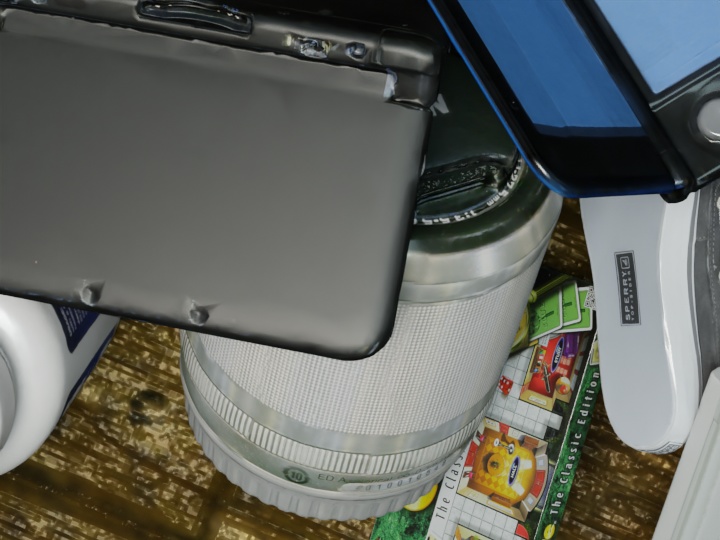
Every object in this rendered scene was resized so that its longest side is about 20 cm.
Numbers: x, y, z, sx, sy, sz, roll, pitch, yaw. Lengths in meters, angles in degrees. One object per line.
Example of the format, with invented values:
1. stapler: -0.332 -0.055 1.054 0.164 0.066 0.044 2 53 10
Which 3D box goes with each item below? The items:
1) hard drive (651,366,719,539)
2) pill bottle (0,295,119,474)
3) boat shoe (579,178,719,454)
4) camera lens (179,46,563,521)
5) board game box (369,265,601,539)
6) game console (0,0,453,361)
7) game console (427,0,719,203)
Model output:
1. hard drive: 0.203 0.127 1.021 0.131 0.026 0.201 -7 127 -27
2. pill bottle: -0.183 0.033 0.966 0.110 0.200 0.112 1 106 5
3. boat shoe: 0.154 -0.015 0.987 0.066 0.070 0.202 -6 91 -37
4. camera lens: 0.000 0.000 0.963 0.158 0.161 0.201 11 134 -4
5. board game box: 0.064 0.093 1.051 0.023 0.104 0.202 13 94 -45
6. game console: -0.065 -0.068 0.866 0.198 0.176 0.117 11 119 6
7. game console: 0.107 -0.139 0.872 0.170 0.118 0.201 -30 74 1
